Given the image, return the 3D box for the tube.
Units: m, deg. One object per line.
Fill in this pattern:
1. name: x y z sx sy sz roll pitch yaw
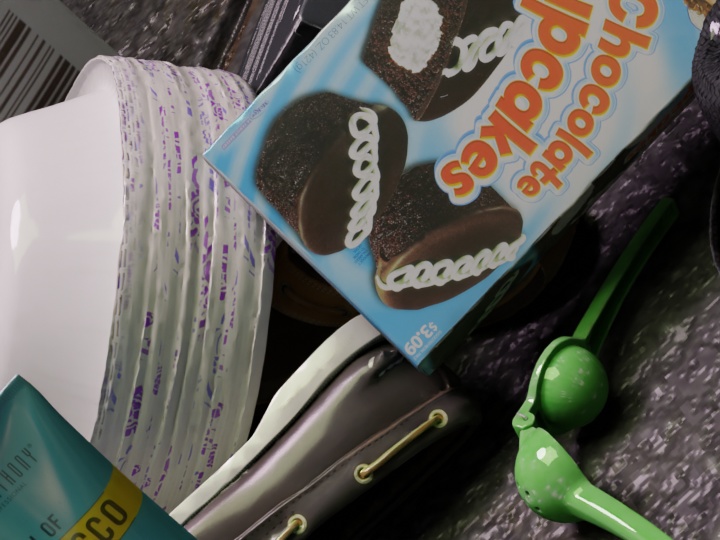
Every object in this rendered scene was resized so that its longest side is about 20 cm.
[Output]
1. tube: -0.074 0.118 1.017 0.078 0.200 0.050 -50 30 0

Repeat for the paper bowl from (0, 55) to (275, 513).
1. paper bowl: -0.109 0.013 1.188 0.201 0.104 0.202 -174 90 -73

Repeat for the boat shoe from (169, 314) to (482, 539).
1. boat shoe: -0.037 0.108 1.109 0.061 0.072 0.201 41 92 21

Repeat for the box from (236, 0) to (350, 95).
1. box: 0.011 -0.132 1.260 0.141 0.078 0.201 123 168 -56

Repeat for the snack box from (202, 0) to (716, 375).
1. snack box: 0.052 -0.073 1.089 0.200 0.116 0.037 -46 -12 -1

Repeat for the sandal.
1. sandal: 0.000 0.000 1.196 0.199 0.054 0.081 -21 40 38

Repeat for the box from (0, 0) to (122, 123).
1. box: -0.204 -0.026 1.342 0.171 0.199 0.201 8 61 55

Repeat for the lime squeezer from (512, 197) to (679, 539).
1. lime squeezer: 0.087 0.048 1.051 0.070 0.038 0.201 -32 34 25

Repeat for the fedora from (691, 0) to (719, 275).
1. fedora: 0.185 -0.072 1.002 0.200 0.092 0.201 -32 34 26
